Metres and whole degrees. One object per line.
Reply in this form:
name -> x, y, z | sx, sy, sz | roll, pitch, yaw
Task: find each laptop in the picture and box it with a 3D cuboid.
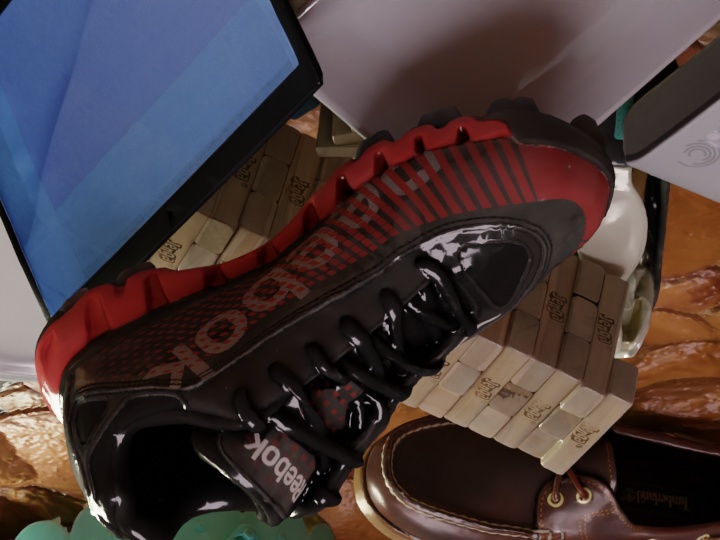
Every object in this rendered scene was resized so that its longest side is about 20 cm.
laptop -> -0.134, -0.093, 0.711 | 0.199, 0.104, 0.177 | 25, 140, -23

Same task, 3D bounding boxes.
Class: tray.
tray -> 0.073, -0.108, 0.693 | 0.200, 0.022, 0.107 | -41, 129, 13

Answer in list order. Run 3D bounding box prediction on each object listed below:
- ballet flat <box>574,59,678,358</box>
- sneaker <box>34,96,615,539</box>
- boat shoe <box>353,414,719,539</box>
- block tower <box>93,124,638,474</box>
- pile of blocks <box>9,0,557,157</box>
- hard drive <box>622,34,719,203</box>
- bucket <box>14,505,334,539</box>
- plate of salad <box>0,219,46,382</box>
ballet flat -> 0.084, -0.010, 0.871 | 0.068, 0.069, 0.200 | -1, 148, 3
sneaker -> -0.008, 0.023, 0.699 | 0.200, 0.098, 0.071 | -26, 132, 15
boat shoe -> 0.099, 0.094, 1.035 | 0.199, 0.071, 0.070 | 6, 156, -21
block tower -> 0.000, 0.000, 0.811 | 0.199, 0.058, 0.054 | 26, 140, -10
pile of blocks -> -0.021, -0.087, 0.747 | 0.199, 0.083, 0.062 | -2, 148, 9
hard drive -> 0.207, -0.041, 0.773 | 0.199, 0.026, 0.132 | 20, 144, -26
bucket -> -0.095, 0.216, 1.147 | 0.206, 0.135, 0.208 | -7, 142, -5
plate of salad -> -0.117, -0.012, 0.906 | 0.199, 0.048, 0.200 | -6, 151, -4
